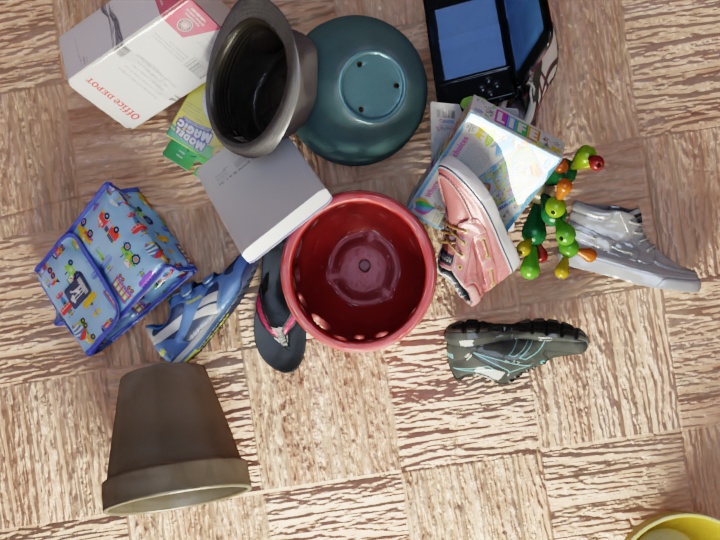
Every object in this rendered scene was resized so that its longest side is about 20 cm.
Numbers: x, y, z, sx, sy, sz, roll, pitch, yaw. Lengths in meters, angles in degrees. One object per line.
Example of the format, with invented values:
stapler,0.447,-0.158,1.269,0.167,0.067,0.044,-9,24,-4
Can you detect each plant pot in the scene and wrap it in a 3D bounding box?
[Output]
plant pot,0.004,-0.237,1.491,0.196,0.135,0.204,-1,96,-11
plant pot,-0.252,0.221,1.516,0.196,0.200,0.177,-10,75,2
plant pot,0.000,0.000,1.492,0.196,0.182,0.205,0,91,1
plant pot,0.416,0.407,1.504,0.196,0.142,0.204,0,91,1

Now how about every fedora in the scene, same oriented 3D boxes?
fedora,-0.112,-0.239,1.435,0.176,0.089,0.203,40,119,35

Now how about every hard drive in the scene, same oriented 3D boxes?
hard drive,-0.128,-0.110,1.461,0.131,0.201,0.025,-37,133,2

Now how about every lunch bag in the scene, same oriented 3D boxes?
lunch bag,-0.349,0.005,1.554,0.200,0.094,0.151,-43,76,13

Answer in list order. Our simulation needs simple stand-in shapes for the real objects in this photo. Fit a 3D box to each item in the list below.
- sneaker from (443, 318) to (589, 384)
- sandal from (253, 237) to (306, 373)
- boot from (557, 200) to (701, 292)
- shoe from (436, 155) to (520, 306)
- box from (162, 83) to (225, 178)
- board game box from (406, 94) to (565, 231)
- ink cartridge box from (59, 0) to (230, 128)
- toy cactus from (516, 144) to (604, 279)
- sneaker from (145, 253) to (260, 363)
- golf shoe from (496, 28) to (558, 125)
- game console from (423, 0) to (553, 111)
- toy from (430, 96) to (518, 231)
sneaker,0.212,0.110,1.550,0.196,0.075,0.081,-1,102,10
sandal,-0.113,0.041,1.565,0.074,0.045,0.204,0,91,2
boot,0.370,-0.035,1.531,0.196,0.074,0.097,13,98,3
shoe,0.131,-0.046,1.451,0.091,0.071,0.201,-43,128,-13
box,-0.183,-0.219,1.564,0.116,0.048,0.202,30,94,1
board game box,0.158,-0.119,1.474,0.133,0.035,0.201,26,136,-8
ink cartridge box,-0.273,-0.294,1.490,0.198,0.146,0.084,-29,60,15
toy cactus,0.256,-0.092,1.500,0.100,0.166,0.203,0,125,-18
sneaker,-0.215,0.041,1.557,0.082,0.074,0.201,41,91,3
golf shoe,0.224,-0.254,1.528,0.076,0.088,0.204,12,90,3
game console,0.160,-0.330,1.468,0.169,0.119,0.203,-12,65,13
toy,0.153,-0.145,1.511,0.113,0.202,0.048,6,46,12
